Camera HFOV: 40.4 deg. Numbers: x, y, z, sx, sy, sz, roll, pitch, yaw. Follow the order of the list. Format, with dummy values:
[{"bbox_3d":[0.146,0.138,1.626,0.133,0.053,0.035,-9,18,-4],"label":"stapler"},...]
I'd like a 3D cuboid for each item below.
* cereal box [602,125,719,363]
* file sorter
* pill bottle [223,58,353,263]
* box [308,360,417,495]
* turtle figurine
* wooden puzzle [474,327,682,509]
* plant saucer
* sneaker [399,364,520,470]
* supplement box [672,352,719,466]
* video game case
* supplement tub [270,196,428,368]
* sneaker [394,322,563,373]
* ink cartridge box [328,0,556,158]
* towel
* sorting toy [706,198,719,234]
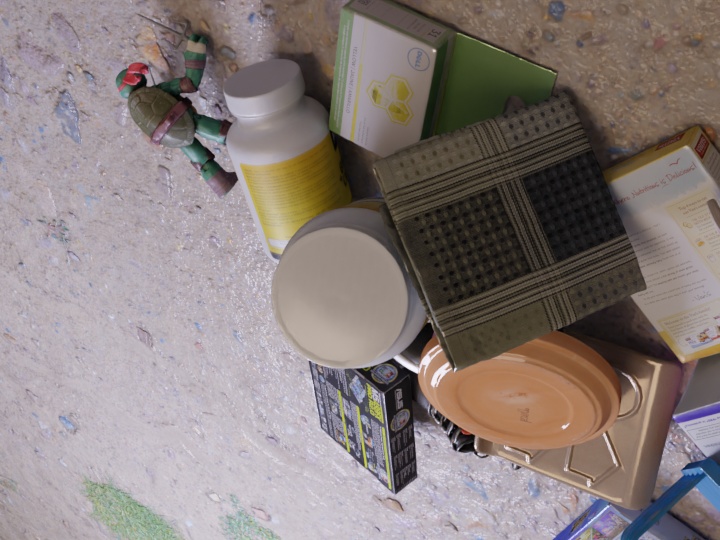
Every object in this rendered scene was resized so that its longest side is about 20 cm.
[{"bbox_3d":[0.293,-0.017,0.872,0.200,0.040,0.144,51,141,-11],"label":"cereal box"},{"bbox_3d":[0.334,0.277,0.943,0.139,0.123,0.200,47,-179,18],"label":"file sorter"},{"bbox_3d":[-0.075,-0.112,1.026,0.111,0.112,0.201,10,133,32],"label":"pill bottle"},{"bbox_3d":[0.001,0.170,1.253,0.160,0.044,0.201,34,145,38],"label":"box"},{"bbox_3d":[-0.202,-0.176,1.087,0.200,0.101,0.150,42,142,-12],"label":"turtle figurine"},{"bbox_3d":[0.230,0.145,1.051,0.199,0.046,0.187,15,119,22],"label":"wooden puzzle"},{"bbox_3d":[0.153,0.121,0.958,0.199,0.032,0.201,12,144,9],"label":"plant saucer"},{"bbox_3d":[0.120,0.171,1.161,0.199,0.082,0.077,22,138,21],"label":"sneaker"},{"bbox_3d":[0.401,0.160,0.905,0.200,0.101,0.103,47,142,-8],"label":"supplement box"},{"bbox_3d":[0.341,0.362,1.195,0.181,0.046,0.200,34,141,7],"label":"video game case"},{"bbox_3d":[0.003,0.009,0.919,0.143,0.200,0.146,2,99,13],"label":"supplement tub"},{"bbox_3d":[0.119,0.064,0.989,0.198,0.071,0.100,12,138,17],"label":"sneaker"},{"bbox_3d":[0.069,-0.157,0.917,0.199,0.048,0.146,29,140,17],"label":"ink cartridge box"},{"bbox_3d":[0.124,-0.036,0.832,0.035,0.199,0.194,141,109,-75],"label":"towel"},{"bbox_3d":[0.395,0.016,0.760,0.199,0.107,0.180,-12,134,31],"label":"sorting toy"}]
